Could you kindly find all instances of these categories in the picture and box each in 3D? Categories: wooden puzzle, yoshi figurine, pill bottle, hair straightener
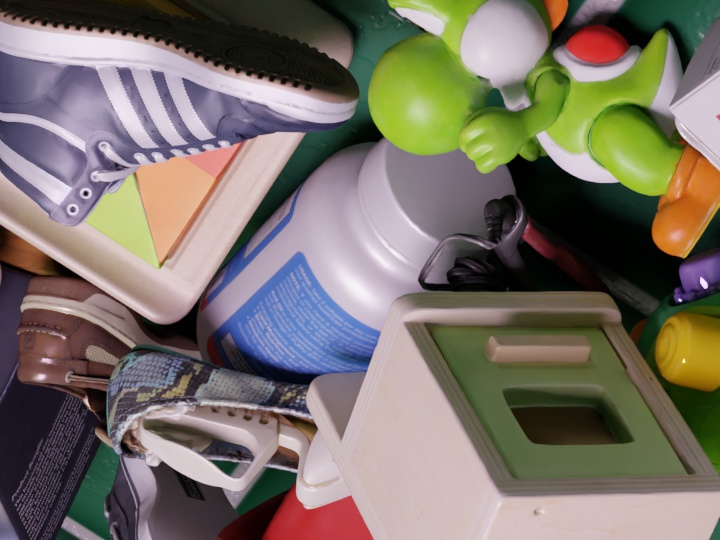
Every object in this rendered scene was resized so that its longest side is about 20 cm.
[{"bbox_3d":[-0.128,-0.091,1.500,0.185,0.037,0.200,33,112,-4],"label":"wooden puzzle"},{"bbox_3d":[0.086,-0.073,1.409,0.199,0.112,0.112,33,147,0],"label":"yoshi figurine"},{"bbox_3d":[0.000,0.000,1.527,0.112,0.112,0.200,37,140,-9],"label":"pill bottle"},{"bbox_3d":[0.077,0.012,1.449,0.041,0.077,0.200,47,-176,19],"label":"hair straightener"}]

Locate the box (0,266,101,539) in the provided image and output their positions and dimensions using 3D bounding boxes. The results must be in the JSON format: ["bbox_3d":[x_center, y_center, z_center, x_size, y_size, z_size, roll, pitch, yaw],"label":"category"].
[{"bbox_3d":[-0.281,0.072,1.721,0.199,0.124,0.199,17,154,14],"label":"box"}]

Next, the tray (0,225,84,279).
[{"bbox_3d":[-0.201,-0.024,1.644,0.199,0.037,0.099,4,146,37],"label":"tray"}]

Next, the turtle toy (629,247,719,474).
[{"bbox_3d":[0.211,0.034,1.446,0.145,0.101,0.200,13,140,-17],"label":"turtle toy"}]

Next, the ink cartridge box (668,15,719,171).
[{"bbox_3d":[0.264,-0.096,1.290,0.147,0.083,0.200,41,136,-13],"label":"ink cartridge box"}]

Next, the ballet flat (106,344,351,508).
[{"bbox_3d":[-0.043,0.095,1.515,0.199,0.074,0.074,9,137,8],"label":"ballet flat"}]

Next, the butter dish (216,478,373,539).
[{"bbox_3d":[0.049,0.133,1.609,0.199,0.200,0.148,26,107,16],"label":"butter dish"}]

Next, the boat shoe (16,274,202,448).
[{"bbox_3d":[-0.135,0.071,1.657,0.074,0.075,0.202,-1,158,39],"label":"boat shoe"}]

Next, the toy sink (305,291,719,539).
[{"bbox_3d":[0.074,0.081,1.401,0.130,0.200,0.112,1,127,-26],"label":"toy sink"}]

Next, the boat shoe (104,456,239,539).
[{"bbox_3d":[-0.114,0.162,1.640,0.071,0.200,0.068,18,109,-24],"label":"boat shoe"}]

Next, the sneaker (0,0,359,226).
[{"bbox_3d":[-0.099,-0.072,1.445,0.199,0.070,0.109,13,112,14],"label":"sneaker"}]
